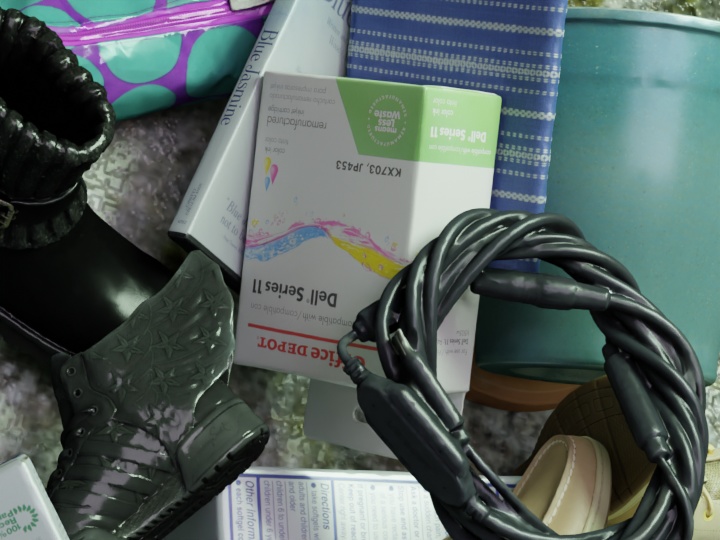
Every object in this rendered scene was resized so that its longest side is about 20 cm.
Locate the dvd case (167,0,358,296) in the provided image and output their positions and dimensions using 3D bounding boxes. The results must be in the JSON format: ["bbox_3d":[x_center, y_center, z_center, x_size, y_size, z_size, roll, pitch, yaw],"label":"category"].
[{"bbox_3d":[-0.023,-0.072,1.336,0.143,0.018,0.200,42,65,-46],"label":"dvd case"}]

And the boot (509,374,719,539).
[{"bbox_3d":[0.173,0.114,1.333,0.155,0.200,0.073,-1,56,-29],"label":"boot"}]

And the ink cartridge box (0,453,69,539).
[{"bbox_3d":[-0.194,0.212,1.068,0.196,0.043,0.200,-25,91,-2],"label":"ink cartridge box"}]

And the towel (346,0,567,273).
[{"bbox_3d":[0.050,-0.105,1.288,0.024,0.145,0.200,-1,99,-48],"label":"towel"}]

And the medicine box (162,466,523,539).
[{"bbox_3d":[0.000,0.204,1.267,0.200,0.103,0.182,5,71,-26],"label":"medicine box"}]

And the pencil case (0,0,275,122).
[{"bbox_3d":[-0.124,-0.126,1.322,0.200,0.092,0.085,-16,80,-30],"label":"pencil case"}]

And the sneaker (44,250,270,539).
[{"bbox_3d":[-0.126,0.085,1.190,0.200,0.060,0.104,-38,74,-17],"label":"sneaker"}]

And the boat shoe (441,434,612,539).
[{"bbox_3d":[0.065,0.159,1.214,0.064,0.071,0.200,35,62,-13],"label":"boat shoe"}]

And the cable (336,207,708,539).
[{"bbox_3d":[0.094,0.066,1.201,0.200,0.051,0.163,47,63,5],"label":"cable"}]

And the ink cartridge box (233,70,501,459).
[{"bbox_3d":[0.000,0.000,1.270,0.067,0.117,0.200,2,95,-50],"label":"ink cartridge box"}]

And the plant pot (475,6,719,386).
[{"bbox_3d":[0.135,-0.032,1.337,0.200,0.200,0.188,9,83,-24],"label":"plant pot"}]

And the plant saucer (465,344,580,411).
[{"bbox_3d":[0.093,-0.016,1.431,0.200,0.032,0.201,9,70,-25],"label":"plant saucer"}]

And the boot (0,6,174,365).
[{"bbox_3d":[-0.149,-0.032,1.230,0.211,0.158,0.080,27,45,-16],"label":"boot"}]
